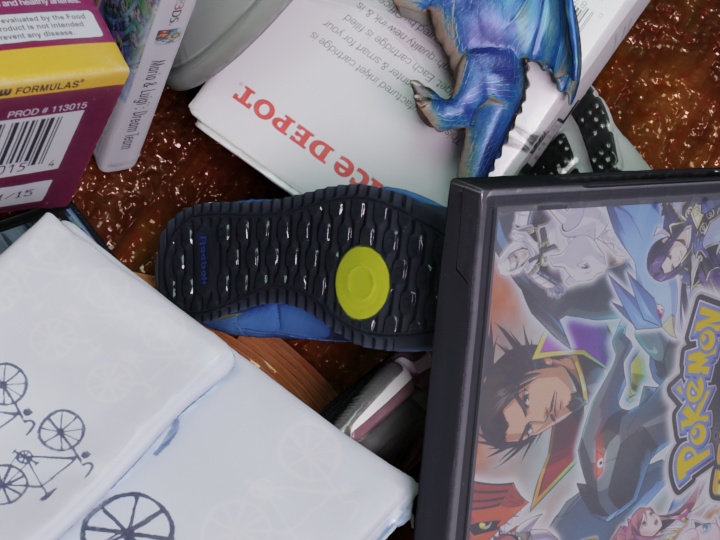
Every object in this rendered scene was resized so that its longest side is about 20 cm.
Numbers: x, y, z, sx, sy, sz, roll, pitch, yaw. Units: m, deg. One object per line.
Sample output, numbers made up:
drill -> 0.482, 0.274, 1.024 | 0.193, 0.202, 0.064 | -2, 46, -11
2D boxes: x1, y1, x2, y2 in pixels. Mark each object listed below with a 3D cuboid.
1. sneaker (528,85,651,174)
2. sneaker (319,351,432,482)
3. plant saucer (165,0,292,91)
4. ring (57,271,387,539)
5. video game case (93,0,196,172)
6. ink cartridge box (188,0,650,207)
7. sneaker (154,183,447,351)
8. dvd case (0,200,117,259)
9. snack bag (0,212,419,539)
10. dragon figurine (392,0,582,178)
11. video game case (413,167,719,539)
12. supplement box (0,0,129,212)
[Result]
sneaker -> 0.126, -0.023, 0.932 | 0.074, 0.080, 0.201 | -40, 62, 12
sneaker -> 0.055, 0.078, 0.831 | 0.116, 0.076, 0.200 | 52, 41, 2
plant saucer -> -0.047, -0.179, 0.876 | 0.050, 0.200, 0.201 | 36, 60, -20
ring -> -0.077, 0.075, 0.793 | 0.199, 0.019, 0.201 | 25, 31, -16
video game case -> -0.126, -0.176, 0.866 | 0.023, 0.182, 0.201 | -12, 69, -23
ink cartridge box -> 0.035, -0.109, 0.887 | 0.146, 0.084, 0.201 | 36, 90, 7
sneaker -> 0.000, 0.000, 0.801 | 0.078, 0.199, 0.067 | 6, 87, -44
dvd case -> -0.156, 0.049, 0.799 | 0.143, 0.018, 0.199 | 51, 39, 12
snack bag -> -0.102, 0.086, 0.704 | 0.199, 0.021, 0.189 | 36, 54, 13
dragon figurine -> 0.068, -0.101, 0.811 | 0.098, 0.059, 0.202 | -12, 84, 4
video game case -> 0.104, 0.060, 0.747 | 0.179, 0.025, 0.202 | -4, 106, -33
supplement box -> -0.211, -0.127, 0.840 | 0.130, 0.103, 0.201 | -10, 61, -35
